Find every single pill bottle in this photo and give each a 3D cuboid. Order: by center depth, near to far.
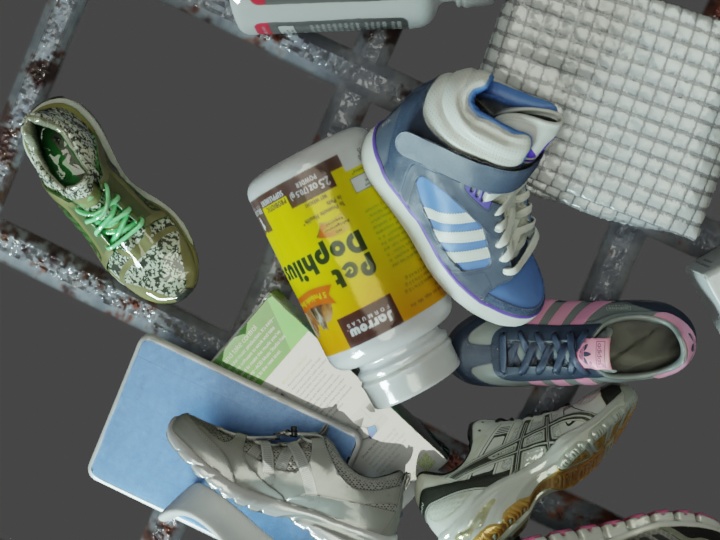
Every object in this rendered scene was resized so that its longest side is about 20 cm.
[{"bbox_3d":[0.002,-0.238,0.913,0.197,0.111,0.113,-1,95,5],"label":"pill bottle"},{"bbox_3d":[0.000,0.000,0.934,0.108,0.109,0.202,-27,92,6],"label":"pill bottle"}]

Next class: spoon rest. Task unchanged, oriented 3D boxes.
[{"bbox_3d":[-0.072,0.247,0.932,0.200,0.061,0.099,47,56,2],"label":"spoon rest"}]

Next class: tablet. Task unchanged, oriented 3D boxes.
[{"bbox_3d":[-0.110,0.149,0.971,0.198,0.014,0.132,25,97,4],"label":"tablet"}]

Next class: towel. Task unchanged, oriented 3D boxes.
[{"bbox_3d":[0.186,-0.130,0.921,0.197,0.086,0.168,19,104,8],"label":"towel"}]

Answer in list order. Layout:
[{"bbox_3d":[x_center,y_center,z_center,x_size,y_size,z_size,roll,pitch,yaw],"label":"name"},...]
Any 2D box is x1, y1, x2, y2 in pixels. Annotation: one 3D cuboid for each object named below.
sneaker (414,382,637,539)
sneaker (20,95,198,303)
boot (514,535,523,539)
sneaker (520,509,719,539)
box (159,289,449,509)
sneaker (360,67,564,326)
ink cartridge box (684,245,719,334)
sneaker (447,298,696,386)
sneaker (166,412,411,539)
[{"bbox_3d":[0.128,0.137,0.943,0.199,0.076,0.088,-35,60,-18],"label":"sneaker"},{"bbox_3d":[-0.209,-0.051,0.958,0.077,0.089,0.200,-41,91,7],"label":"sneaker"},{"bbox_3d":[0.105,0.316,0.970,0.168,0.076,0.201,41,91,4],"label":"boot"},{"bbox_3d":[0.197,0.240,0.927,0.197,0.074,0.089,-6,69,-22],"label":"sneaker"},{"bbox_3d":[-0.045,0.135,0.989,0.200,0.036,0.145,43,97,-1],"label":"box"},{"bbox_3d":[0.104,-0.054,0.869,0.200,0.081,0.146,49,139,-13],"label":"sneaker"},{"bbox_3d":[0.374,0.013,0.918,0.198,0.083,0.146,-30,92,6],"label":"ink cartridge box"},{"bbox_3d":[0.163,0.057,0.940,0.197,0.082,0.071,-8,95,6],"label":"sneaker"},{"bbox_3d":[-0.054,0.151,0.933,0.198,0.075,0.083,26,84,-4],"label":"sneaker"}]
